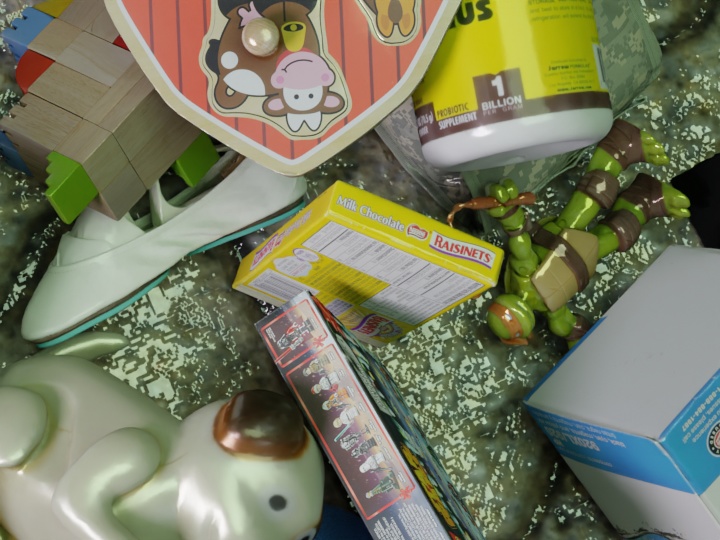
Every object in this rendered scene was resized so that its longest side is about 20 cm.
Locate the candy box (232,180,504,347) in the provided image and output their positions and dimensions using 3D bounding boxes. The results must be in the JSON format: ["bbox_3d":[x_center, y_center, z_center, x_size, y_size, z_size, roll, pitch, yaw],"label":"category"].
[{"bbox_3d":[0.000,0.000,1.335,0.102,0.200,0.026,20,73,-13],"label":"candy box"}]

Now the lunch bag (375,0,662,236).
[{"bbox_3d":[0.076,-0.143,1.430,0.164,0.118,0.200,-42,101,-17],"label":"lunch bag"}]

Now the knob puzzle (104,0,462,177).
[{"bbox_3d":[-0.041,-0.151,1.254,0.219,0.030,0.221,0,88,5],"label":"knob puzzle"}]

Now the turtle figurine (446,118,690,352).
[{"bbox_3d":[0.130,-0.003,1.438,0.161,0.064,0.200,-45,121,-17],"label":"turtle figurine"}]

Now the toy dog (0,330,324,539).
[{"bbox_3d":[-0.117,0.121,1.292,0.199,0.140,0.194,5,36,16],"label":"toy dog"}]

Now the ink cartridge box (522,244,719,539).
[{"bbox_3d":[0.230,0.110,1.390,0.147,0.145,0.200,-45,114,-18],"label":"ink cartridge box"}]

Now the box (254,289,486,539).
[{"bbox_3d":[0.022,0.118,1.314,0.040,0.137,0.200,-34,61,6],"label":"box"}]

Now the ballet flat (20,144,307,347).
[{"bbox_3d":[-0.122,-0.027,1.369,0.200,0.069,0.070,-30,90,-25],"label":"ballet flat"}]

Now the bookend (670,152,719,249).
[{"bbox_3d":[0.308,-0.007,1.432,0.092,0.200,0.199,-27,88,-19],"label":"bookend"}]

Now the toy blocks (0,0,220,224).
[{"bbox_3d":[-0.144,-0.119,1.354,0.200,0.137,0.100,-50,139,-19],"label":"toy blocks"}]

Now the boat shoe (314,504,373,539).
[{"bbox_3d":[0.037,0.212,1.381,0.200,0.084,0.069,35,117,7],"label":"boat shoe"}]

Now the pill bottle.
[{"bbox_3d":[0.071,-0.162,1.313,0.109,0.109,0.201,-9,86,-18],"label":"pill bottle"}]
